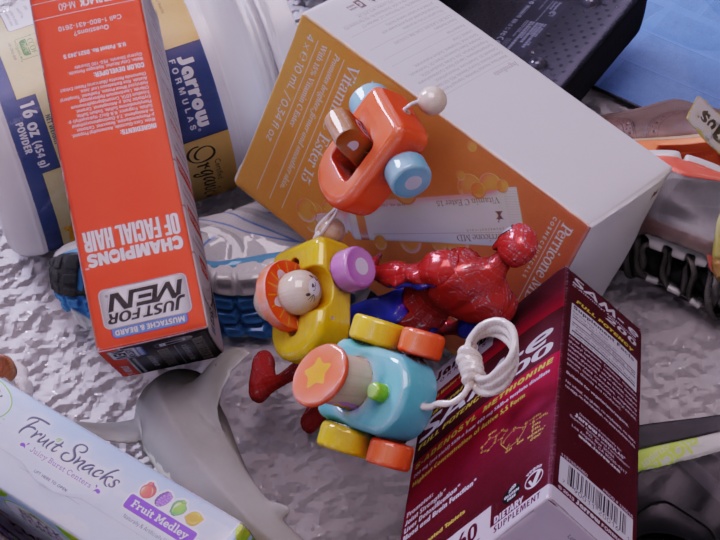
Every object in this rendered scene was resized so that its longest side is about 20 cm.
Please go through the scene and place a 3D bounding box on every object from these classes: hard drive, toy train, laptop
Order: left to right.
[{"bbox_3d":[0.000,0.000,1.090,0.056,0.150,0.200,18,36,-38],"label":"toy train"},{"bbox_3d":[0.070,-0.149,1.380,0.200,0.042,0.135,16,51,34],"label":"hard drive"},{"bbox_3d":[0.253,-0.188,1.361,0.187,0.201,0.116,27,23,28],"label":"laptop"}]

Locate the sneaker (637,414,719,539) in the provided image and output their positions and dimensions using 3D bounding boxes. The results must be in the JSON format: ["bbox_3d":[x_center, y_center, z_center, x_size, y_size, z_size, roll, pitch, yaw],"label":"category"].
[{"bbox_3d":[0.195,0.118,1.135,0.199,0.072,0.083,-9,77,-2],"label":"sneaker"}]

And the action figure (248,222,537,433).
[{"bbox_3d":[0.022,0.024,1.152,0.200,0.065,0.052,-31,31,43],"label":"action figure"}]

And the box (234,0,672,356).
[{"bbox_3d":[0.048,-0.052,1.207,0.200,0.125,0.097,37,38,17],"label":"box"}]

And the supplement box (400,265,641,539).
[{"bbox_3d":[0.079,0.096,1.069,0.109,0.061,0.200,-41,18,26],"label":"supplement box"}]

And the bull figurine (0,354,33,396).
[{"bbox_3d":[-0.275,0.096,1.209,0.121,0.065,0.200,25,54,32],"label":"bull figurine"}]

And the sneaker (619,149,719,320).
[{"bbox_3d":[0.190,-0.015,1.238,0.199,0.077,0.082,-2,54,7],"label":"sneaker"}]

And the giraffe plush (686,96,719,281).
[{"bbox_3d":[0.293,-0.049,1.138,0.200,0.162,0.173,25,70,-25],"label":"giraffe plush"}]

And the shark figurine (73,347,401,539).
[{"bbox_3d":[-0.061,0.090,1.131,0.214,0.128,0.090,40,107,40],"label":"shark figurine"}]

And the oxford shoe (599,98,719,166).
[{"bbox_3d":[0.215,-0.076,1.292,0.199,0.071,0.073,-2,42,7],"label":"oxford shoe"}]

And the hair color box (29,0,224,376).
[{"bbox_3d":[-0.125,-0.052,1.175,0.064,0.111,0.201,-13,80,-1],"label":"hair color box"}]

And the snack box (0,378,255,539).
[{"bbox_3d":[-0.125,0.130,1.098,0.200,0.142,0.053,27,69,29],"label":"snack box"}]

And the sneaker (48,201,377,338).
[{"bbox_3d":[-0.080,-0.005,1.276,0.199,0.075,0.087,2,41,-1],"label":"sneaker"}]

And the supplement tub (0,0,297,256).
[{"bbox_3d":[-0.137,-0.104,1.316,0.199,0.145,0.145,-20,48,-9],"label":"supplement tub"}]
